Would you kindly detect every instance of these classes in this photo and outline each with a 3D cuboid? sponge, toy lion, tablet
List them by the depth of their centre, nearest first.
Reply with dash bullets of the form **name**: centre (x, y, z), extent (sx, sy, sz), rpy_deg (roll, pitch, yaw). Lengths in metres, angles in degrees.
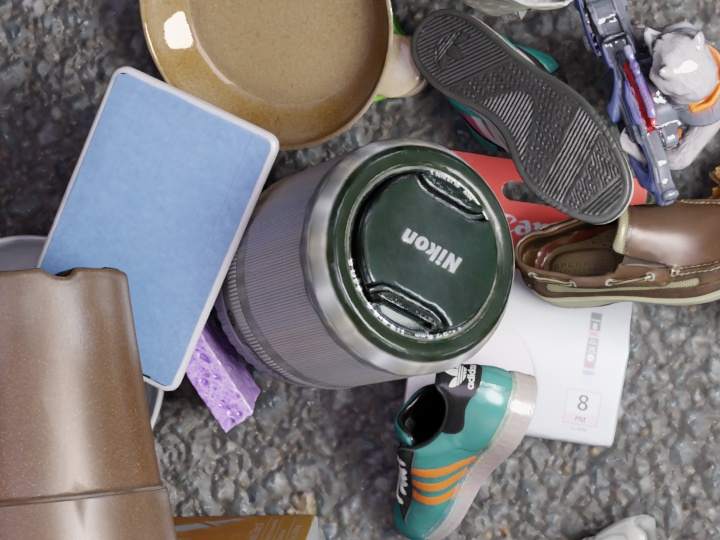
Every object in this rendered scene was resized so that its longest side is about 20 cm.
- **tablet**: centre (-0.151, -0.028, 1.317), extent (0.130, 0.014, 0.201), rpy_deg (25, 101, 6)
- **sponge**: centre (-0.140, 0.023, 1.388), extent (0.030, 0.112, 0.200), rpy_deg (-33, 92, 3)
- **toy lion**: centre (-0.056, -0.214, 1.394), extent (0.191, 0.069, 0.201), rpy_deg (-10, 95, 11)

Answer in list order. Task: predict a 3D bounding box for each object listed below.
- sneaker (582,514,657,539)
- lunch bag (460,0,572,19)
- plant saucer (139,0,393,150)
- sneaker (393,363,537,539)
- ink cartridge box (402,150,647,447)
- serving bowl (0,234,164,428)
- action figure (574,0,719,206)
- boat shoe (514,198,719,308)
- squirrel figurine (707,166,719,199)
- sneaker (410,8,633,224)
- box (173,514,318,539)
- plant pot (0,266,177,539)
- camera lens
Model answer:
- **sneaker**: centre (0.244, 0.266, 1.396), extent (0.200, 0.075, 0.081), rpy_deg (45, 119, -3)
- **lunch bag**: centre (0.066, -0.254, 1.268), extent (0.200, 0.164, 0.118), rpy_deg (42, 87, -12)
- **plant saucer**: centre (-0.064, -0.187, 1.344), extent (0.199, 0.035, 0.201), rpy_deg (9, 116, 20)
- **sneaker**: centre (0.055, 0.128, 1.364), extent (0.080, 0.072, 0.200), rpy_deg (19, 136, -11)
- **ink cartridge box**: centre (0.125, 0.022, 1.406), extent (0.162, 0.057, 0.201), rpy_deg (9, 100, 3)
- **serving bowl**: centre (-0.239, 0.070, 1.417), extent (0.199, 0.066, 0.201), rpy_deg (1, 97, 7)
- **action figure**: centre (0.211, -0.154, 1.313), extent (0.104, 0.193, 0.201), rpy_deg (-20, 93, 4)
- **boat shoe**: centre (0.201, -0.015, 1.315), extent (0.202, 0.075, 0.075), rpy_deg (-14, 61, 29)
- **squirrel figurine**: centre (0.354, -0.046, 1.347), extent (0.199, 0.142, 0.188), rpy_deg (5, 89, 0)
- **sneaker**: centre (0.128, -0.103, 1.350), extent (0.084, 0.121, 0.200), rpy_deg (-47, 71, 12)
- **box**: centre (-0.134, 0.243, 1.400), extent (0.199, 0.124, 0.098), rpy_deg (-2, 94, 3)
- **plant pot**: centre (-0.224, 0.104, 1.249), extent (0.199, 0.200, 0.199), rpy_deg (-6, 85, 4)
- **camera lens**: centre (0.000, 0.000, 1.312), extent (0.159, 0.200, 0.161), rpy_deg (5, 80, -28)
